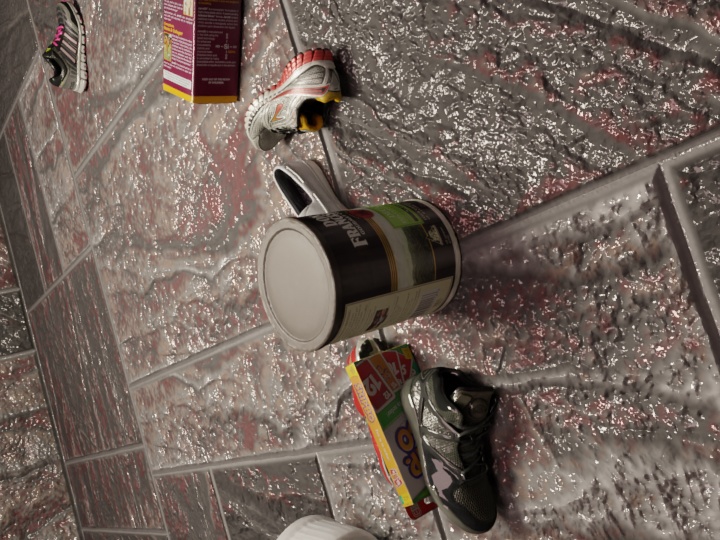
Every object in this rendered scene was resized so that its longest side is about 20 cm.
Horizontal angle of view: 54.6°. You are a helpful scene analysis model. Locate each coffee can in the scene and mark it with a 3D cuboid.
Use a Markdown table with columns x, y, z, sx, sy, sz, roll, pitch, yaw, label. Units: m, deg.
| x | y | z | sx | sy | sz | roll | pitch | yaw | label |
| --- | --- | --- | --- | --- | --- | --- | --- | --- | --- |
| 0.000 | 0.000 | 0.819 | 0.145 | 0.198 | 0.149 | 15 | 111 | 46 | coffee can |

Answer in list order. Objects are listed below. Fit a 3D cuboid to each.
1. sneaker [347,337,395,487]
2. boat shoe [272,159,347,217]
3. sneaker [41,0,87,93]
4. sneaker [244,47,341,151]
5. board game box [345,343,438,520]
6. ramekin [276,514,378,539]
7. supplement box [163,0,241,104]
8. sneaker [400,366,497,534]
| x | y | z | sx | sy | sz | roll | pitch | yaw | label |
| --- | --- | --- | --- | --- | --- | --- | --- | --- | --- |
| 0.033 | 0.192 | 0.943 | 0.085 | 0.076 | 0.203 | -40 | 62 | 59 | sneaker |
| -0.058 | -0.076 | 0.970 | 0.072 | 0.068 | 0.202 | -49 | 62 | 44 | boat shoe |
| -0.677 | -0.507 | 1.583 | 0.073 | 0.087 | 0.203 | 14 | 110 | 47 | sneaker |
| -0.097 | -0.220 | 0.974 | 0.199 | 0.077 | 0.083 | -34 | 75 | 49 | sneaker |
| 0.060 | 0.199 | 0.879 | 0.030 | 0.095 | 0.202 | -37 | 72 | 50 | board game box |
| -0.040 | 0.460 | 0.996 | 0.097 | 0.199 | 0.204 | -10 | 92 | 42 | ramekin |
| -0.253 | -0.379 | 1.112 | 0.110 | 0.085 | 0.203 | 30 | 122 | 42 | supplement box |
| 0.122 | 0.207 | 0.824 | 0.114 | 0.075 | 0.202 | -41 | 63 | 53 | sneaker |
